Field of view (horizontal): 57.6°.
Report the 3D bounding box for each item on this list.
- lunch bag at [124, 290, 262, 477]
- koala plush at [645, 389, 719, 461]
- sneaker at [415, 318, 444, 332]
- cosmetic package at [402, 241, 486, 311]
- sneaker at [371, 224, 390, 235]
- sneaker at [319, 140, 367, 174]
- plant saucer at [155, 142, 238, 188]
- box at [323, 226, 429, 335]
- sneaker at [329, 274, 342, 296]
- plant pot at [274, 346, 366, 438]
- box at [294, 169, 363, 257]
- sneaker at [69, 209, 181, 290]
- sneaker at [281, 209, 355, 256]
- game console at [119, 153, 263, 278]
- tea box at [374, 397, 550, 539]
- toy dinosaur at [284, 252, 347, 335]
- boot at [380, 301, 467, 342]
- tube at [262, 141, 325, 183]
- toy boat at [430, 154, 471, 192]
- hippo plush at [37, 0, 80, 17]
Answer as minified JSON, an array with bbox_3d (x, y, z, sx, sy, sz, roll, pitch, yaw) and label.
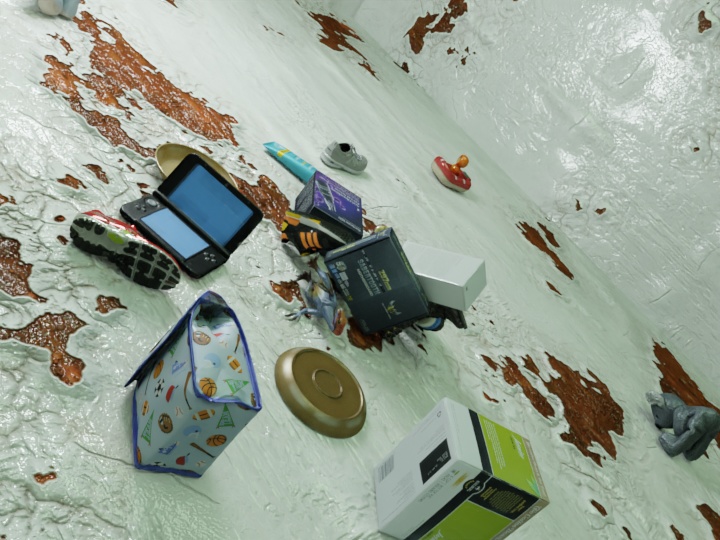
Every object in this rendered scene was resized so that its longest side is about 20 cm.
[{"bbox_3d":[-0.237,0.148,0.902,0.123,0.170,0.201,25,31,-36],"label":"lunch bag"},{"bbox_3d":[0.996,0.459,2.057,0.176,0.185,0.200,21,20,-34],"label":"koala plush"},{"bbox_3d":[0.122,0.080,1.591,0.199,0.077,0.111,36,0,34],"label":"sneaker"},{"bbox_3d":[0.162,0.009,1.424,0.199,0.072,0.101,16,45,35],"label":"cosmetic package"},{"bbox_3d":[0.046,-0.062,1.648,0.090,0.075,0.200,31,-16,27],"label":"sneaker"},{"bbox_3d":[-0.034,-0.357,2.047,0.199,0.082,0.075,-3,48,-54],"label":"sneaker"},{"bbox_3d":[-0.360,-0.199,1.427,0.199,0.035,0.201,31,28,-19],"label":"plant saucer"},{"bbox_3d":[0.037,0.026,1.379,0.201,0.156,0.051,62,20,-23],"label":"box"},{"bbox_3d":[0.000,0.000,1.517,0.079,0.089,0.200,54,31,4],"label":"sneaker"},{"bbox_3d":[-0.064,0.211,1.189,0.199,0.028,0.201,32,27,-18],"label":"plant pot"},{"bbox_3d":[-0.080,-0.132,1.614,0.147,0.105,0.201,30,28,-21],"label":"box"},{"bbox_3d":[-0.387,-0.044,1.113,0.199,0.077,0.085,34,22,-13],"label":"sneaker"},{"bbox_3d":[-0.096,-0.064,1.448,0.199,0.091,0.070,27,15,31],"label":"sneaker"},{"bbox_3d":[-0.319,-0.109,1.251,0.200,0.117,0.176,40,26,2],"label":"game console"},{"bbox_3d":[0.159,0.349,1.072,0.196,0.200,0.134,30,27,-20],"label":"tea box"},{"bbox_3d":[-0.063,0.056,1.348,0.199,0.105,0.182,2,48,-54],"label":"toy dinosaur"},{"bbox_3d":[0.123,0.104,1.459,0.200,0.173,0.070,46,-15,42],"label":"boot"},{"bbox_3d":[-0.178,-0.294,1.810,0.199,0.051,0.077,37,18,6],"label":"tube"},{"bbox_3d":[0.378,-0.405,2.607,0.199,0.131,0.131,14,36,-42],"label":"toy boat"},{"bbox_3d":[-0.758,-0.740,1.596,0.160,0.201,0.159,35,4,9],"label":"hippo plush"}]
